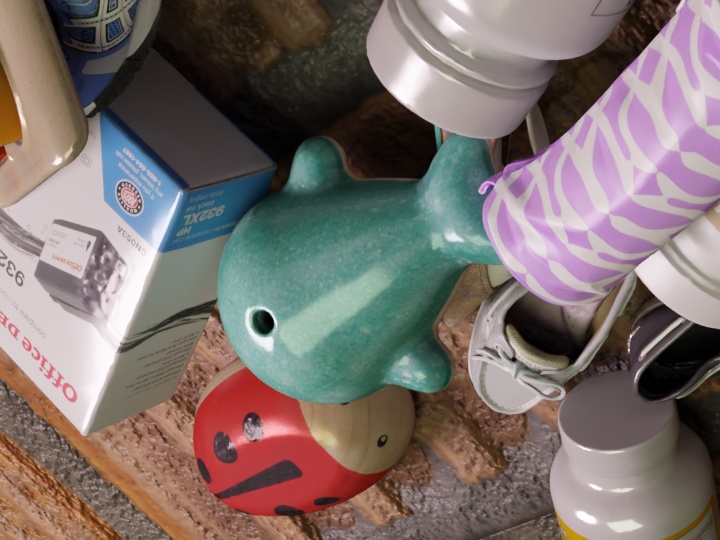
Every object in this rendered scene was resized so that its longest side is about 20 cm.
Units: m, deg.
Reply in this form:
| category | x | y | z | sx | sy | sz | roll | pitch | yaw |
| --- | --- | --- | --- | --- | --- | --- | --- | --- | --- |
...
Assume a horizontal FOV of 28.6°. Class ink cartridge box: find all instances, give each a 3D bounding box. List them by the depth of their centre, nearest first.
| category | x | y | z | sx | sy | sz | roll | pitch | yaw |
| --- | --- | --- | --- | --- | --- | --- | --- | --- | --- |
| ink cartridge box | -0.157 | -0.023 | 0.868 | 0.145 | 0.084 | 0.201 | 42 | 126 | 20 |

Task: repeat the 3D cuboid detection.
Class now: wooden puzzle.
| category | x | y | z | sx | sy | sz | roll | pitch | yaw |
| --- | --- | --- | --- | --- | --- | --- | --- | --- | --- |
| wooden puzzle | -0.218 | -0.128 | 0.756 | 0.200 | 0.046 | 0.186 | -12 | 98 | 63 |

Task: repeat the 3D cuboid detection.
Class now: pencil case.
| category | x | y | z | sx | sy | sz | roll | pitch | yaw |
| --- | --- | --- | --- | --- | --- | --- | --- | --- | --- |
| pencil case | 0.134 | -0.062 | 0.641 | 0.085 | 0.084 | 0.200 | 45 | 136 | 3 |

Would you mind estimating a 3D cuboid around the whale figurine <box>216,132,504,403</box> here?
| category | x | y | z | sx | sy | sz | roll | pitch | yaw |
| --- | --- | --- | --- | --- | --- | --- | --- | --- | --- |
| whale figurine | 0.000 | 0.000 | 0.780 | 0.200 | 0.104 | 0.160 | -28 | 88 | 40 |

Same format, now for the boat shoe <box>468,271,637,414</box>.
| category | x | y | z | sx | sy | sz | roll | pitch | yaw |
| --- | --- | --- | --- | --- | --- | --- | --- | --- | --- |
| boat shoe | 0.117 | 0.026 | 0.855 | 0.074 | 0.065 | 0.202 | 31 | 134 | -3 |

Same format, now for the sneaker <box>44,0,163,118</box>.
| category | x | y | z | sx | sy | sz | roll | pitch | yaw |
| --- | --- | --- | --- | --- | --- | --- | --- | --- | --- |
| sneaker | -0.142 | -0.151 | 0.726 | 0.076 | 0.077 | 0.200 | 51 | 130 | 18 |

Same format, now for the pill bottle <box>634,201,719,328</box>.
| category | x | y | z | sx | sy | sz | roll | pitch | yaw |
| --- | --- | --- | --- | --- | --- | --- | --- | --- | --- |
| pill bottle | 0.220 | -0.065 | 0.694 | 0.115 | 0.116 | 0.200 | 32 | 134 | -4 |

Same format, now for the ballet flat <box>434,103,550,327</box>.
| category | x | y | z | sx | sy | sz | roll | pitch | yaw |
| --- | --- | --- | --- | --- | --- | --- | --- | --- | --- |
| ballet flat | 0.076 | -0.042 | 0.816 | 0.067 | 0.068 | 0.201 | 9 | 132 | 14 |

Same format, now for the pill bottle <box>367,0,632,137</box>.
| category | x | y | z | sx | sy | sz | roll | pitch | yaw |
| --- | --- | --- | --- | --- | --- | --- | --- | --- | --- |
| pill bottle | 0.084 | -0.164 | 0.651 | 0.114 | 0.115 | 0.200 | 30 | 129 | -2 |

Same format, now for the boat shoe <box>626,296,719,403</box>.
| category | x | y | z | sx | sy | sz | roll | pitch | yaw |
| --- | --- | --- | --- | --- | --- | --- | --- | --- | --- |
| boat shoe | 0.238 | 0.027 | 0.801 | 0.199 | 0.063 | 0.073 | -26 | 112 | 37 |

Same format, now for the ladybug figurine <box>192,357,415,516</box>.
| category | x | y | z | sx | sy | sz | roll | pitch | yaw |
| --- | --- | --- | --- | --- | --- | --- | --- | --- | --- |
| ladybug figurine | -0.050 | 0.122 | 1.009 | 0.136 | 0.072 | 0.200 | 45 | 132 | -16 |

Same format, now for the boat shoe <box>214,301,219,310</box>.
| category | x | y | z | sx | sy | sz | roll | pitch | yaw |
| --- | --- | --- | --- | --- | --- | --- | --- | --- | --- |
| boat shoe | -0.049 | -0.002 | 0.911 | 0.199 | 0.074 | 0.070 | 26 | 114 | 12 |

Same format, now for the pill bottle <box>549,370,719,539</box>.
| category | x | y | z | sx | sy | sz | roll | pitch | yaw |
| --- | --- | --- | --- | --- | --- | --- | --- | --- | --- |
| pill bottle | 0.181 | 0.163 | 0.917 | 0.104 | 0.104 | 0.201 | 0 | 128 | 25 |
